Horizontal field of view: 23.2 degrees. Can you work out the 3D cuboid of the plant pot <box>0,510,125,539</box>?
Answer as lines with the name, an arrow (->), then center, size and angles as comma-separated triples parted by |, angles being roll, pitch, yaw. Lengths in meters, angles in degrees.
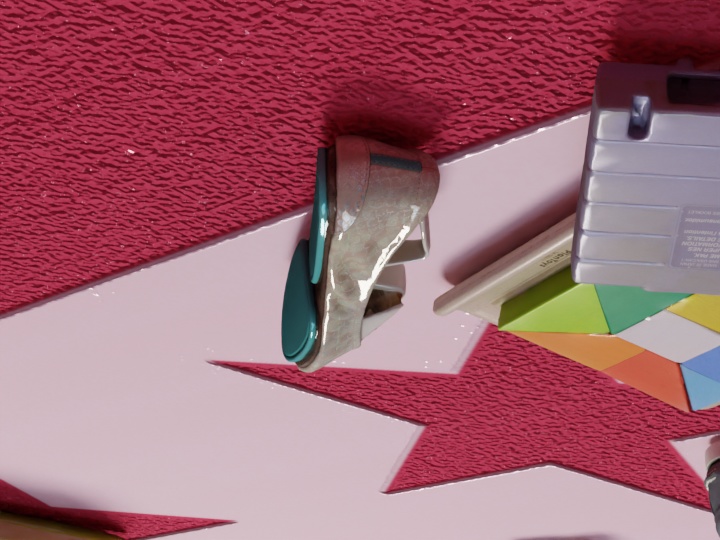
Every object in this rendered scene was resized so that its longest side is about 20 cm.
plant pot -> -0.299, 0.304, 1.451 | 0.199, 0.200, 0.182 | 13, 148, -11

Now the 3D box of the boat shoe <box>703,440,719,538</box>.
boat shoe -> 0.289, 0.122, 1.036 | 0.073, 0.062, 0.200 | 26, 149, -35

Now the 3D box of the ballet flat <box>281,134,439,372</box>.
ballet flat -> 0.000, 0.000, 0.858 | 0.062, 0.068, 0.200 | 1, 157, -8

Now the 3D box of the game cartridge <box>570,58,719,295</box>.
game cartridge -> 0.192, -0.033, 0.738 | 0.199, 0.039, 0.130 | 4, 150, 3

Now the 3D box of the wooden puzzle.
wooden puzzle -> 0.163, 0.023, 0.890 | 0.199, 0.037, 0.185 | 18, 153, -22
